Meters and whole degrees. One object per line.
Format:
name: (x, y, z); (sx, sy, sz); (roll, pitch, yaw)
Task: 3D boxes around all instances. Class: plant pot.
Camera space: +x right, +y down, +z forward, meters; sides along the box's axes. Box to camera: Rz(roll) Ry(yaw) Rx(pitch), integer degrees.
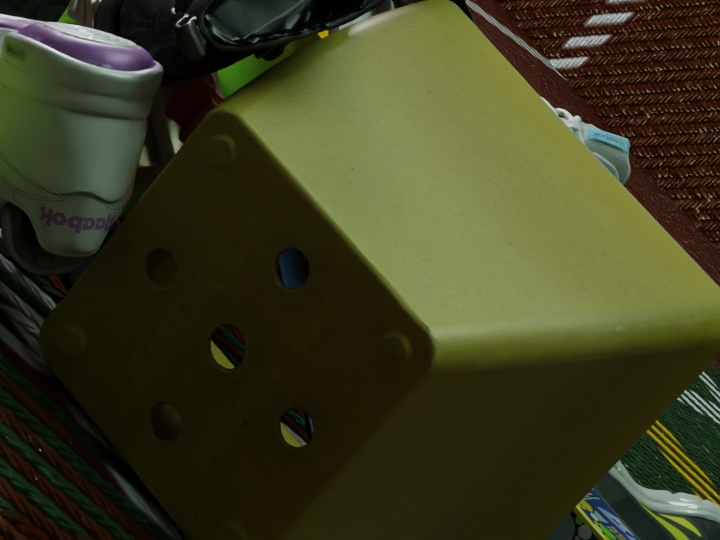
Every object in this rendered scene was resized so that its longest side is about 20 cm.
plant pot: (-0.006, 0.025, 1.068); (0.200, 0.200, 0.176); (48, 25, 18)

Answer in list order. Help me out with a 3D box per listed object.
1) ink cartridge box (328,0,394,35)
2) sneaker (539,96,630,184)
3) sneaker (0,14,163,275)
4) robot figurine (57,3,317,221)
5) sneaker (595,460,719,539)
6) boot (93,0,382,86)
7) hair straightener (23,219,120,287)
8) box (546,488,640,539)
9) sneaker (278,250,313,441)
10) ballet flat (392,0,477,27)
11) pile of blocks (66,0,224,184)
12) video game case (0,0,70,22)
ink cartridge box: (-0.004, -0.129, 1.352); (0.200, 0.047, 0.160); (66, 24, -60)
sneaker: (0.096, -0.068, 1.420); (0.200, 0.087, 0.075); (53, 26, -38)
sneaker: (-0.138, -0.053, 1.073); (0.075, 0.100, 0.200); (8, 5, -19)
robot figurine: (-0.086, -0.116, 1.320); (0.116, 0.175, 0.200); (38, 48, -13)
sneaker: (0.152, 0.163, 1.450); (0.200, 0.074, 0.085); (31, 32, -39)
boot: (-0.009, -0.126, 1.076); (0.069, 0.200, 0.174); (61, -21, -11)
hair straightener: (-0.153, -0.062, 1.185); (0.077, 0.041, 0.200); (37, 19, -34)
box: (0.122, 0.171, 1.267); (0.200, 0.070, 0.064); (48, 13, 17)
sneaker: (0.000, 0.000, 1.230); (0.070, 0.078, 0.200); (97, -18, -76)
ballet flat: (0.048, -0.121, 1.314); (0.067, 0.046, 0.200); (-58, 132, -64)
pile of blocks: (-0.077, -0.132, 1.183); (0.082, 0.062, 0.200); (22, 60, -27)
video game case: (-0.093, -0.167, 1.442); (0.200, 0.182, 0.024); (28, 42, -55)
